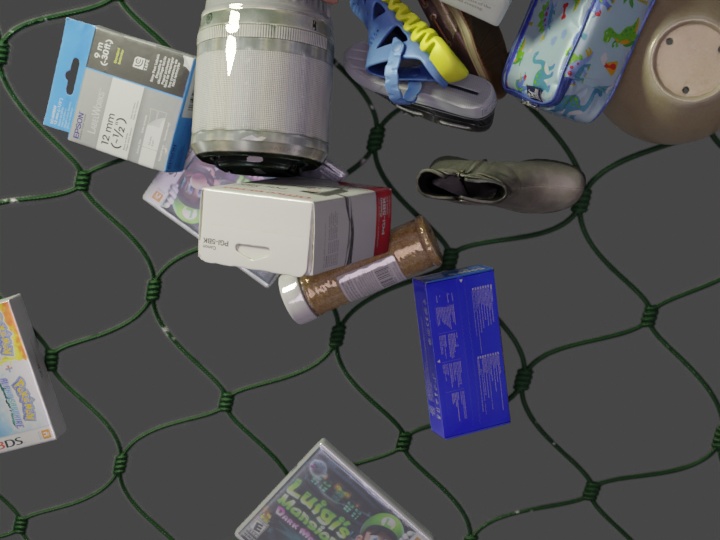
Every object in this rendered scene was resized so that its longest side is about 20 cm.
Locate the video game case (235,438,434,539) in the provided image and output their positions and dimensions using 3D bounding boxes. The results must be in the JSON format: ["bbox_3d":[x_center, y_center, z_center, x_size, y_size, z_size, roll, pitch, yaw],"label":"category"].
[{"bbox_3d":[-0.035,0.351,1.442,0.200,0.023,0.182,42,103,-2],"label":"video game case"}]

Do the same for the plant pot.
[{"bbox_3d":[0.361,-0.236,1.227,0.200,0.134,0.201,2,102,7],"label":"plant pot"}]

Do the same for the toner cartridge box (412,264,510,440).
[{"bbox_3d":[0.126,0.100,1.351,0.095,0.043,0.201,-11,101,-20],"label":"toner cartridge box"}]

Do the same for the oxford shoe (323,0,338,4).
[{"bbox_3d":[-0.069,-0.368,1.223,0.074,0.200,0.071,5,125,-19],"label":"oxford shoe"}]

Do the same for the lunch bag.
[{"bbox_3d":[0.240,-0.272,1.221,0.082,0.161,0.200,17,103,-22],"label":"lunch bag"}]

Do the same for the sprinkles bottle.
[{"bbox_3d":[0.000,0.000,1.352,0.200,0.068,0.068,-23,98,10],"label":"sprinkles bottle"}]

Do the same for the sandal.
[{"bbox_3d":[0.036,-0.258,1.247,0.087,0.200,0.079,-43,138,8],"label":"sandal"}]

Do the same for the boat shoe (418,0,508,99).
[{"bbox_3d":[0.110,-0.288,1.289,0.072,0.072,0.200,-17,109,41],"label":"boat shoe"}]

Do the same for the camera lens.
[{"bbox_3d":[-0.112,-0.214,1.262,0.159,0.160,0.201,3,88,6],"label":"camera lens"}]

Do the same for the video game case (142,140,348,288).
[{"bbox_3d":[-0.146,-0.107,1.371,0.200,0.023,0.182,36,103,-1],"label":"video game case"}]

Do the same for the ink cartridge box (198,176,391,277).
[{"bbox_3d":[-0.070,-0.055,1.241,0.146,0.200,0.083,9,102,24],"label":"ink cartridge box"}]

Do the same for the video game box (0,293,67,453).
[{"bbox_3d":[-0.510,0.150,1.457,0.182,0.047,0.201,-16,99,7],"label":"video game box"}]

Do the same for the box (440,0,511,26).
[{"bbox_3d":[0.114,-0.416,1.165,0.199,0.171,0.200,25,69,2],"label":"box"}]

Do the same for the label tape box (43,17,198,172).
[{"bbox_3d":[-0.299,-0.217,1.338,0.200,0.066,0.144,18,101,8],"label":"label tape box"}]

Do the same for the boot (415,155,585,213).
[{"bbox_3d":[0.167,-0.094,1.280,0.199,0.131,0.068,5,102,6],"label":"boot"}]

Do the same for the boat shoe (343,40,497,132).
[{"bbox_3d":[0.067,-0.210,1.297,0.200,0.071,0.072,27,63,22],"label":"boat shoe"}]
